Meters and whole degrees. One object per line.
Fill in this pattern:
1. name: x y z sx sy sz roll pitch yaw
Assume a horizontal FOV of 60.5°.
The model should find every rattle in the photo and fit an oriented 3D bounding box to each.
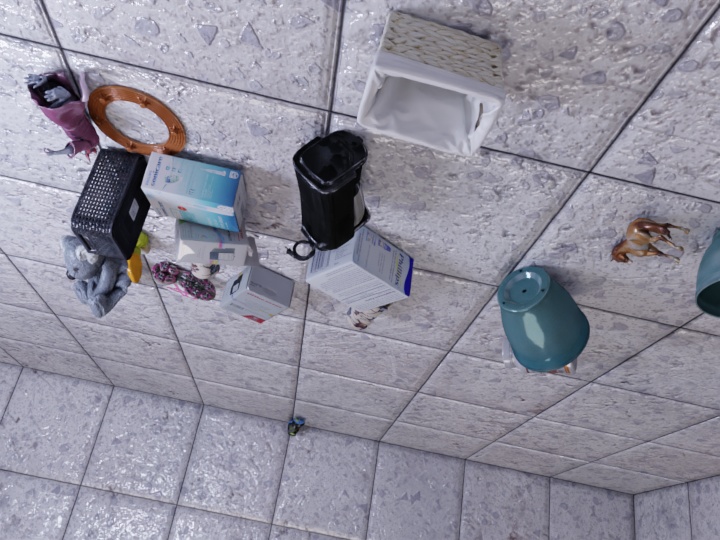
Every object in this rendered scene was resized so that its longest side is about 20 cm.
1. rattle: -0.671 -0.045 1.649 0.193 0.148 0.130 7 172 -7

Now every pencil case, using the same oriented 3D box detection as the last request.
1. pencil case: -0.409 -0.052 1.581 0.089 0.078 0.201 37 156 12
2. pencil case: 0.027 0.103 1.728 0.088 0.079 0.200 31 150 -7

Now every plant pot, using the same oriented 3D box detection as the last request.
1. plant pot: 0.419 0.101 1.472 0.196 0.203 0.189 -11 131 37
2. plant pot: 0.745 -0.009 1.182 0.194 0.138 0.202 8 154 4

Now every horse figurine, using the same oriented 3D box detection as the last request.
1. horse figurine: 0.575 -0.058 1.234 0.130 0.051 0.200 19 166 25

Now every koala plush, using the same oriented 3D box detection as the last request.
1. koala plush: -0.750 -0.014 1.730 0.175 0.184 0.202 21 151 45

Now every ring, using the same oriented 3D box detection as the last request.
1. ring: -0.445 -0.287 1.228 0.194 0.020 0.202 8 153 4

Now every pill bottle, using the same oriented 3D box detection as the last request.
1. pill bottle: 0.509 0.234 1.758 0.195 0.115 0.112 -4 150 28

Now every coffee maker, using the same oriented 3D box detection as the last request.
1. coffee maker: -0.063 -0.136 1.182 0.132 0.195 0.202 22 154 14

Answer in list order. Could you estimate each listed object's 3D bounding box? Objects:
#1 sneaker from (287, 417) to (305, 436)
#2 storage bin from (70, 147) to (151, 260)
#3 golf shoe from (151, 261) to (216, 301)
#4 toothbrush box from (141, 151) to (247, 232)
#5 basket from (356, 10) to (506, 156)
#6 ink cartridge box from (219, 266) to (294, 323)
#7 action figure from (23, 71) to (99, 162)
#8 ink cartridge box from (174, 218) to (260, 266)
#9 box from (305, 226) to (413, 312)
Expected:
1. sneaker: -0.338 0.821 3.228 0.069 0.085 0.200 17 152 -14
2. storage bin: -0.526 -0.142 1.329 0.091 0.205 0.136 9 154 1
3. golf shoe: -0.516 0.037 1.822 0.195 0.074 0.092 25 158 -4
4. toothbrush box: -0.352 -0.166 1.333 0.194 0.088 0.147 13 162 -3
5. basket: 0.105 -0.278 0.921 0.194 0.127 0.136 13 153 -7
6. ink cartridge box: -0.297 0.070 1.779 0.143 0.085 0.198 26 149 -26
7. action figure: -0.552 -0.295 1.194 0.145 0.137 0.202 -19 149 -1
8. ink cartridge box: -0.327 -0.075 1.438 0.194 0.119 0.068 4 130 -25
9. box: 0.000 0.000 1.511 0.198 0.108 0.181 31 146 -33
